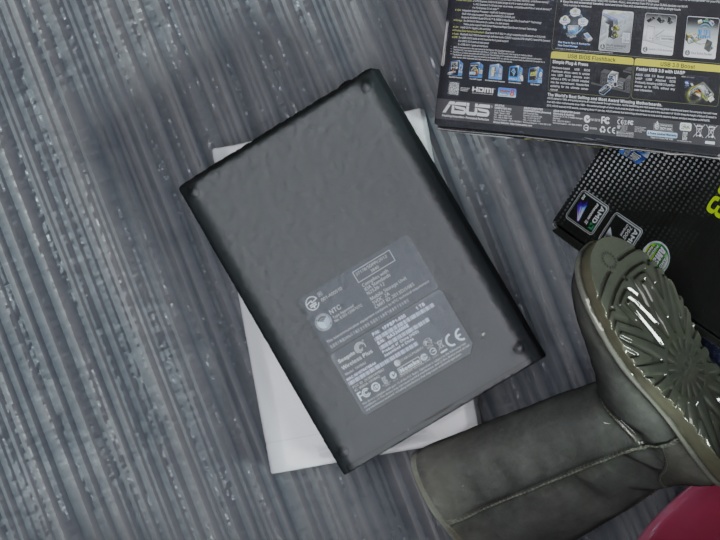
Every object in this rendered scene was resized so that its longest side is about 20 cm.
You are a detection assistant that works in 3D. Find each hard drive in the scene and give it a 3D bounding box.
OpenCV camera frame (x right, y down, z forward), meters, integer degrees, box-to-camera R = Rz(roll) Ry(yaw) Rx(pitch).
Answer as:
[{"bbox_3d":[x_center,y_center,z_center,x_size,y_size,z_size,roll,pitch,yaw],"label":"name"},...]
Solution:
[{"bbox_3d":[0.000,0.000,1.738,0.139,0.033,0.200,-31,87,11],"label":"hard drive"},{"bbox_3d":[-0.008,0.013,1.770,0.132,0.027,0.201,-10,90,11],"label":"hard drive"}]

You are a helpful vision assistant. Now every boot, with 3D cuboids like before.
[{"bbox_3d":[0.110,0.082,1.678,0.200,0.073,0.182,-18,110,42],"label":"boot"}]

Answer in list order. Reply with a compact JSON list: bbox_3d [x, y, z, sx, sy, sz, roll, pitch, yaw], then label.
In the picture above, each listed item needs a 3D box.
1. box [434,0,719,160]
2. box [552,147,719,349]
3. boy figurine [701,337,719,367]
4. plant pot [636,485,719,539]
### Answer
[{"bbox_3d":[0.141,-0.151,1.685,0.200,0.049,0.162,7,94,37],"label":"box"},{"bbox_3d":[0.235,-0.055,1.668,0.193,0.047,0.200,38,98,38],"label":"box"},{"bbox_3d":[0.275,0.009,1.689,0.200,0.064,0.124,-45,62,13],"label":"boy figurine"},{"bbox_3d":[0.275,0.196,1.648,0.200,0.200,0.179,-31,101,11],"label":"plant pot"}]
